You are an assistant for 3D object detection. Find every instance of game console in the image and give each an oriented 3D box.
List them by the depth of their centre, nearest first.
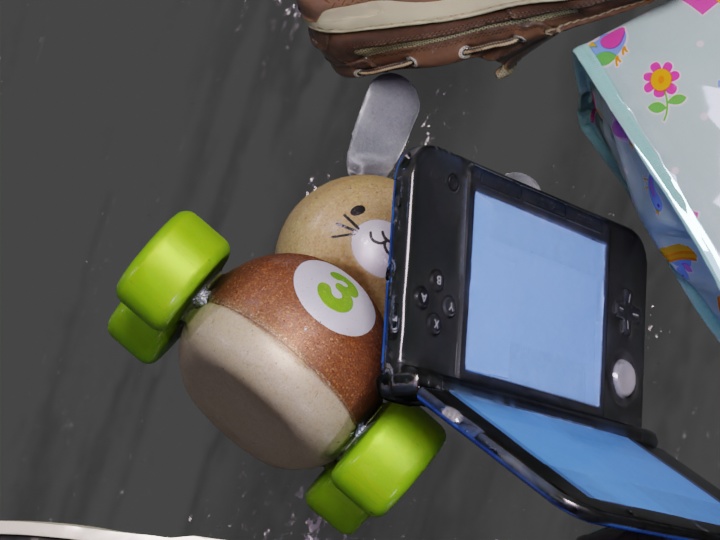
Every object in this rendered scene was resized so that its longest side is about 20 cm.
[{"bbox_3d":[0.114,0.040,0.843,0.118,0.200,0.172,-6,74,40],"label":"game console"}]

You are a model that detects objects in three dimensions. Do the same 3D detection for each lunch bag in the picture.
[{"bbox_3d":[0.224,-0.052,0.906,0.170,0.122,0.201,-30,71,-2],"label":"lunch bag"}]

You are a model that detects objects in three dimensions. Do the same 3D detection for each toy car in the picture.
[{"bbox_3d":[0.000,0.000,0.912,0.164,0.158,0.200,40,72,1],"label":"toy car"}]

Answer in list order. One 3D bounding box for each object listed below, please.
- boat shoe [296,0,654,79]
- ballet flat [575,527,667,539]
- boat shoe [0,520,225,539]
[{"bbox_3d":[0.072,-0.137,0.915,0.201,0.075,0.075,-4,44,15],"label":"boat shoe"},{"bbox_3d":[0.112,0.221,0.890,0.068,0.068,0.201,8,68,18],"label":"ballet flat"},{"bbox_3d":[-0.131,0.164,0.920,0.199,0.072,0.068,8,75,6],"label":"boat shoe"}]
